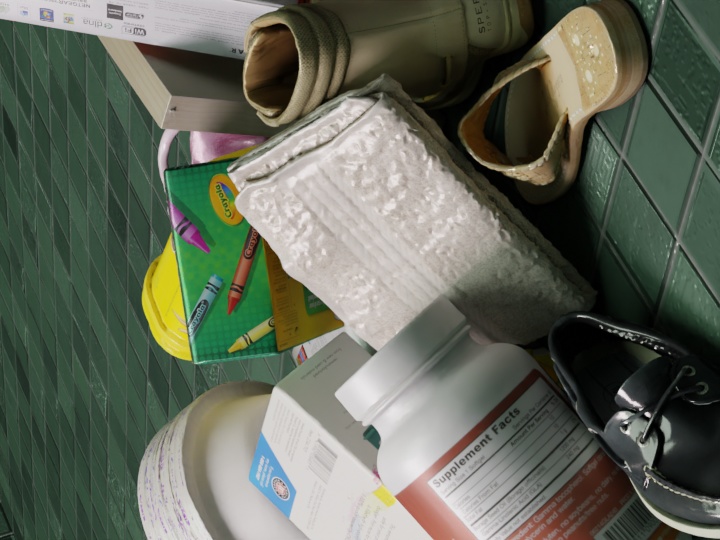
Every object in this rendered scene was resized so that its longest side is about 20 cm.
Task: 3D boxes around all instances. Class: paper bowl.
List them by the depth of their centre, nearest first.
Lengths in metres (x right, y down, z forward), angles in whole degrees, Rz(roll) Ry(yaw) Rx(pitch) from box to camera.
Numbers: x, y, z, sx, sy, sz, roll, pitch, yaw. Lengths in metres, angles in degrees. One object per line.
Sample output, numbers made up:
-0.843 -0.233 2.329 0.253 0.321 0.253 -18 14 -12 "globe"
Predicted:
-0.061 0.175 1.702 0.104 0.200 0.201 -39 65 35 "paper bowl"

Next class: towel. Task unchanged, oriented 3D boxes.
0.028 -0.016 1.283 0.132 0.035 0.200 -29 118 35 "towel"

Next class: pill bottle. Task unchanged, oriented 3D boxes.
0.082 0.115 1.260 0.200 0.112 0.112 48 158 3 "pill bottle"

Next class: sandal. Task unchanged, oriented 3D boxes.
0.088 -0.088 1.239 0.212 0.069 0.078 127 125 -67 "sandal"

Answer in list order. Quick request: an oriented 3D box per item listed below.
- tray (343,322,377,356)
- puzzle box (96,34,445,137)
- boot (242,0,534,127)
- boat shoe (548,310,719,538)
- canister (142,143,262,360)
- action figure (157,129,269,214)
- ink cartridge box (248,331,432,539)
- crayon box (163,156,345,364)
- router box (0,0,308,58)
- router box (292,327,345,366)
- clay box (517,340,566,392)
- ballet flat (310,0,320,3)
0.000 0.000 1.384 0.107 0.022 0.200 -128 20 -53 "tray"
-0.058 -0.126 1.432 0.133 0.200 0.025 53 131 48 "puzzle box"
0.000 -0.124 1.322 0.200 0.155 0.073 159 94 -72 "boot"
0.154 0.071 1.162 0.066 0.074 0.199 49 -177 -28 "boat shoe"
-0.072 -0.018 1.632 0.087 0.148 0.200 68 158 16 "canister"
-0.098 -0.152 1.615 0.200 0.149 0.134 77 173 -57 "action figure"
0.029 0.148 1.386 0.200 0.067 0.116 42 146 17 "ink cartridge box"
-0.058 -0.013 1.405 0.200 0.058 0.119 -17 -81 -75 "crayon box"
-0.122 -0.221 1.404 0.049 0.199 0.180 96 -175 -49 "router box"
0.021 0.102 1.616 0.180 0.049 0.200 114 137 -62 "router box"
0.093 0.097 1.408 0.200 0.047 0.115 -136 36 -59 "clay box"
-0.068 -0.265 1.521 0.200 0.070 0.065 63 -165 24 "ballet flat"
